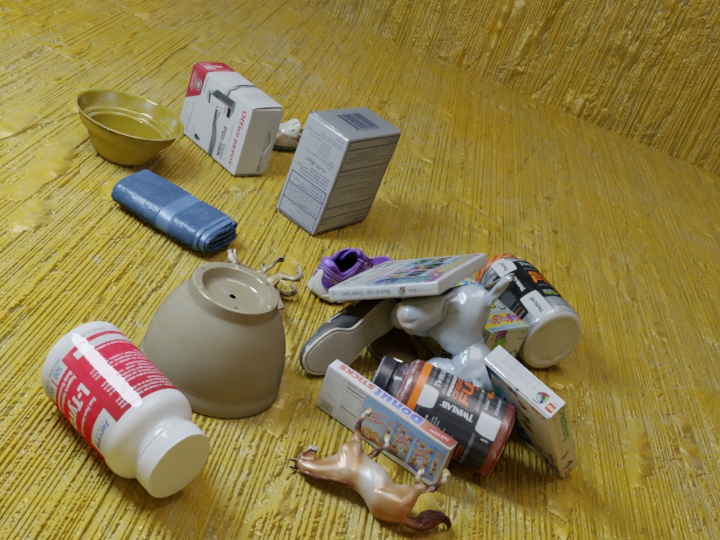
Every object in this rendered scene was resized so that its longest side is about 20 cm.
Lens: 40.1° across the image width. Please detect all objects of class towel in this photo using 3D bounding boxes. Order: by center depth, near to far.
[{"bbox_3d":[-0.306,-0.093,1.619,0.198,0.049,0.111,30,26,13],"label":"towel"}]

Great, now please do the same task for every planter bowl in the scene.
[{"bbox_3d":[-0.181,0.076,1.297,0.196,0.137,0.201,18,27,-9],"label":"planter bowl"},{"bbox_3d":[-0.423,-0.246,1.773,0.197,0.085,0.201,18,26,-9],"label":"planter bowl"}]

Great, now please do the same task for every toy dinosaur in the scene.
[{"bbox_3d":[-0.141,0.026,1.538,0.100,0.059,0.200,-15,34,-30],"label":"toy dinosaur"}]

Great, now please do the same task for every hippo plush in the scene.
[{"bbox_3d":[0.150,0.107,1.449,0.196,0.164,0.159,-14,-1,13],"label":"hippo plush"}]

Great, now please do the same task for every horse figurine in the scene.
[{"bbox_3d":[0.026,0.256,1.213,0.199,0.050,0.132,38,42,17],"label":"horse figurine"}]

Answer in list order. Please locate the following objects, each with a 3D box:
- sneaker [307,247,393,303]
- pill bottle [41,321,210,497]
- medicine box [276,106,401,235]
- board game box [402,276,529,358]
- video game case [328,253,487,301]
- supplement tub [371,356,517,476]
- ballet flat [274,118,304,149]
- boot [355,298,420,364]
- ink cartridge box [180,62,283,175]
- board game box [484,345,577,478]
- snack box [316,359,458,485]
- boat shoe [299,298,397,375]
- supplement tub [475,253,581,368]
[{"bbox_3d":[0.000,0.000,1.648,0.080,0.085,0.198,37,28,28],"label":"sneaker"},{"bbox_3d":[-0.261,0.156,1.105,0.199,0.114,0.111,38,30,29],"label":"pill bottle"},{"bbox_3d":[-0.040,-0.188,1.836,0.102,0.203,0.181,35,28,23],"label":"medicine box"},{"bbox_3d":[0.159,0.079,1.602,0.104,0.104,0.200,-4,36,-43],"label":"board game box"},{"bbox_3d":[0.075,0.010,1.482,0.179,0.024,0.199,-4,10,29],"label":"video game case"},{"bbox_3d":[0.106,0.192,1.341,0.197,0.108,0.107,25,26,5],"label":"supplement tub"},{"bbox_3d":[-0.129,-0.296,2.127,0.197,0.066,0.071,0,34,-39],"label":"ballet flat"},{"bbox_3d":[0.046,0.085,1.534,0.072,0.076,0.201,8,31,-31],"label":"boot"},{"bbox_3d":[-0.258,-0.298,1.933,0.082,0.149,0.199,-10,40,-47],"label":"ink cartridge box"},{"bbox_3d":[0.238,0.199,1.369,0.034,0.201,0.126,-40,55,-11],"label":"board game box"},{"bbox_3d":[0.032,0.201,1.301,0.198,0.073,0.024,33,33,19],"label":"snack box"},{"bbox_3d":[-0.024,0.095,1.457,0.198,0.068,0.056,-30,27,-37],"label":"boat shoe"},{"bbox_3d":[0.285,0.064,1.711,0.120,0.124,0.201,6,30,-30],"label":"supplement tub"}]
